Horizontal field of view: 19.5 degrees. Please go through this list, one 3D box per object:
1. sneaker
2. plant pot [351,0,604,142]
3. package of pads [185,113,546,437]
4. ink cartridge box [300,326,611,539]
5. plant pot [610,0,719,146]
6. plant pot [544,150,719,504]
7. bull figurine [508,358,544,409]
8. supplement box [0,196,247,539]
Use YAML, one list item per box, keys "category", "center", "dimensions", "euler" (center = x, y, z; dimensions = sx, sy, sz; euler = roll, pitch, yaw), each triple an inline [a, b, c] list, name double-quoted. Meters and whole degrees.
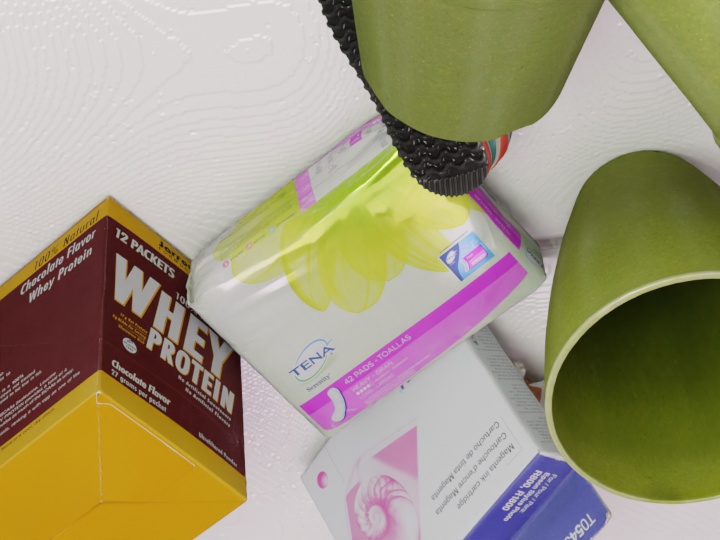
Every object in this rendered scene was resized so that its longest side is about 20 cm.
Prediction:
- category: "sneaker"
  center: [0.039, -0.149, 1.318]
  dimensions: [0.070, 0.093, 0.200]
  euler: [-19, 101, 32]
- category: "plant pot"
  center: [0.066, -0.175, 1.155]
  dimensions: [0.199, 0.201, 0.190]
  euler: [-1, 146, -4]
- category: "package of pads"
  center: [0.000, 0.000, 1.405]
  dimensions: [0.200, 0.068, 0.155]
  euler: [-37, 115, 15]
- category: "ink cartridge box"
  center: [0.060, 0.157, 1.471]
  dimensions: [0.043, 0.200, 0.197]
  euler: [5, 131, -43]
- category: "plant pot"
  center: [0.237, -0.168, 1.246]
  dimensions: [0.190, 0.200, 0.200]
  euler: [39, 116, -16]
- category: "plant pot"
  center: [0.199, 0.014, 1.367]
  dimensions: [0.186, 0.200, 0.188]
  euler: [-2, 128, -3]
- category: "bull figurine"
  center: [0.140, 0.099, 1.511]
  dimensions: [0.199, 0.065, 0.122]
  euler: [-13, 126, 6]
- category: "supplement box"
  center: [-0.191, 0.100, 1.400]
  dimensions: [0.197, 0.200, 0.133]
  euler: [-37, 122, 22]
